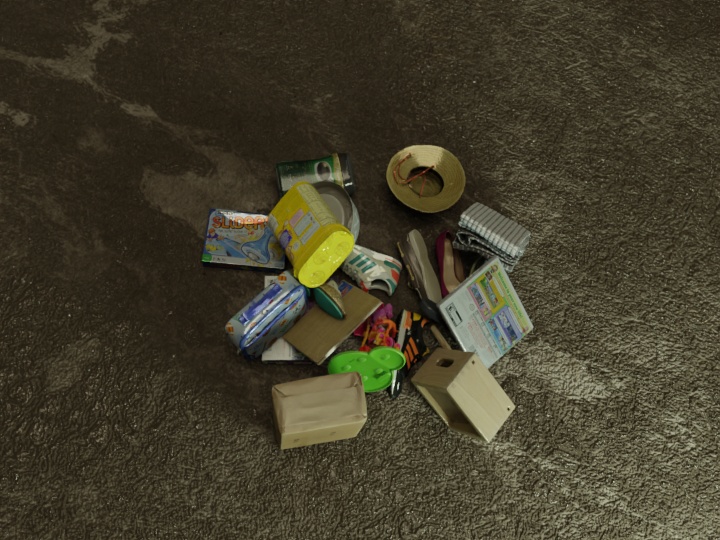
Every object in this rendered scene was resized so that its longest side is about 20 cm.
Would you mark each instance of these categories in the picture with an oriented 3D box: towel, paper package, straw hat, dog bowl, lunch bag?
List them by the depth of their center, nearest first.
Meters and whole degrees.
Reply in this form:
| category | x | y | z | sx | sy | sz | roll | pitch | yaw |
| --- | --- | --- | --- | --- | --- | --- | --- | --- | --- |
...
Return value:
| category | x | y | z | sx | sy | sz | roll | pitch | yaw |
| --- | --- | --- | --- | --- | --- | --- | --- | --- | --- |
| paper package | -0.090 | 0.294 | 1.418 | 0.184 | 0.201 | 0.107 | -7 | 69 | -9 |
| lunch bag | -0.202 | 0.101 | 1.463 | 0.075 | 0.161 | 0.200 | 41 | 72 | 14 |
| dog bowl | -0.088 | -0.103 | 1.590 | 0.195 | 0.058 | 0.207 | -8 | 73 | 27 |
| towel | 0.312 | -0.077 | 1.615 | 0.163 | 0.087 | 0.200 | 31 | 24 | 11 |
| straw hat | 0.160 | -0.212 | 1.700 | 0.194 | 0.086 | 0.207 | 0 | 65 | -1 |

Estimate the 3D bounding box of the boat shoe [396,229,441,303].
| category | x | y | z | sx | sy | sz | roll | pitch | yaw |
| --- | --- | --- | --- | --- | --- | --- | --- | --- | --- |
| boat shoe | 0.140 | 0.008 | 1.627 | 0.058 | 0.071 | 0.206 | -21 | 83 | 28 |

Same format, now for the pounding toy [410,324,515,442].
| category | x | y | z | sx | sy | sz | roll | pitch | yaw |
| --- | --- | --- | --- | --- | --- | --- | --- | --- | --- |
| pounding toy | 0.213 | 0.239 | 1.482 | 0.142 | 0.199 | 0.185 | -44 | 105 | -19 |

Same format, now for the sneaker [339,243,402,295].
| category | x | y | z | sx | sy | sz | roll | pitch | yaw |
| --- | --- | --- | --- | --- | --- | --- | --- | --- | --- |
| sneaker | 0.000 | 0.000 | 1.609 | 0.194 | 0.071 | 0.096 | 16 | 62 | -3 |

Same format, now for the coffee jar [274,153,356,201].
| category | x | y | z | sx | sy | sz | roll | pitch | yaw |
| --- | --- | --- | --- | --- | --- | --- | --- | --- | --- |
| coffee jar | -0.110 | -0.225 | 1.675 | 0.193 | 0.086 | 0.108 | -10 | 75 | -9 |

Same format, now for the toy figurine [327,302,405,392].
| category | x | y | z | sx | sy | sz | roll | pitch | yaw |
| --- | --- | --- | --- | --- | --- | --- | --- | --- | --- |
| toy figurine | 0.028 | 0.140 | 1.509 | 0.148 | 0.198 | 0.188 | 33 | 45 | -26 |

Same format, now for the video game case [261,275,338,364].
| category | x | y | z | sx | sy | sz | roll | pitch | yaw |
| --- | --- | --- | --- | --- | --- | --- | --- | --- | --- |
| video game case | -0.137 | 0.113 | 1.570 | 0.175 | 0.036 | 0.206 | 0 | 69 | -5 |

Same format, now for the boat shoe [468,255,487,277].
| category | x | y | z | sx | sy | sz | roll | pitch | yaw |
| --- | --- | --- | --- | --- | --- | --- | --- | --- | --- |
| boat shoe | 0.288 | 0.029 | 1.604 | 0.201 | 0.065 | 0.073 | -47 | 113 | -37 |

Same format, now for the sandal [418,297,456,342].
| category | x | y | z | sx | sy | sz | roll | pitch | yaw |
| --- | --- | --- | --- | --- | --- | --- | --- | --- | --- |
| sandal | 0.213 | 0.130 | 1.576 | 0.197 | 0.076 | 0.043 | 32 | 107 | -11 |

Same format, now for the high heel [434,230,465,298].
| category | x | y | z | sx | sy | sz | roll | pitch | yaw |
| --- | --- | --- | --- | --- | --- | --- | --- | --- | --- |
| high heel | 0.221 | 0.010 | 1.615 | 0.066 | 0.097 | 0.205 | -18 | 72 | -13 |

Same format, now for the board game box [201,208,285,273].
| category | x | y | z | sx | sy | sz | roll | pitch | yaw |
| --- | --- | --- | --- | --- | --- | --- | --- | --- | --- |
| board game box | -0.272 | -0.071 | 1.627 | 0.193 | 0.035 | 0.140 | 5 | 69 | -5 |

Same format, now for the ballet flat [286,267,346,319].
| category | x | y | z | sx | sy | sz | roll | pitch | yaw |
| --- | --- | --- | --- | --- | --- | --- | --- | --- | --- |
| ballet flat | -0.091 | 0.039 | 1.522 | 0.197 | 0.072 | 0.065 | 31 | 55 | 31 |

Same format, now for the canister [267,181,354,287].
| category | x | y | z | sx | sy | sz | roll | pitch | yaw |
| --- | --- | --- | --- | --- | --- | --- | --- | --- | --- |
| canister | -0.115 | -0.085 | 1.502 | 0.149 | 0.086 | 0.201 | -46 | 49 | 12 |

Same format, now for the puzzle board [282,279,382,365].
| category | x | y | z | sx | sy | sz | roll | pitch | yaw |
| --- | --- | --- | --- | --- | --- | --- | --- | --- | --- |
| puzzle board | -0.063 | 0.112 | 1.507 | 0.199 | 0.018 | 0.149 | -42 | 38 | -19 |

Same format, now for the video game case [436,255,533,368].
| category | x | y | z | sx | sy | sz | roll | pitch | yaw |
| --- | --- | --- | --- | --- | --- | --- | --- | --- | --- |
| video game case | 0.283 | 0.104 | 1.532 | 0.180 | 0.022 | 0.203 | -37 | 109 | -13 |

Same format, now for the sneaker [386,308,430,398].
| category | x | y | z | sx | sy | sz | roll | pitch | yaw |
| --- | --- | --- | --- | --- | --- | --- | --- | --- | --- |
| sneaker | 0.113 | 0.194 | 1.549 | 0.087 | 0.070 | 0.206 | 13 | 70 | -8 |
